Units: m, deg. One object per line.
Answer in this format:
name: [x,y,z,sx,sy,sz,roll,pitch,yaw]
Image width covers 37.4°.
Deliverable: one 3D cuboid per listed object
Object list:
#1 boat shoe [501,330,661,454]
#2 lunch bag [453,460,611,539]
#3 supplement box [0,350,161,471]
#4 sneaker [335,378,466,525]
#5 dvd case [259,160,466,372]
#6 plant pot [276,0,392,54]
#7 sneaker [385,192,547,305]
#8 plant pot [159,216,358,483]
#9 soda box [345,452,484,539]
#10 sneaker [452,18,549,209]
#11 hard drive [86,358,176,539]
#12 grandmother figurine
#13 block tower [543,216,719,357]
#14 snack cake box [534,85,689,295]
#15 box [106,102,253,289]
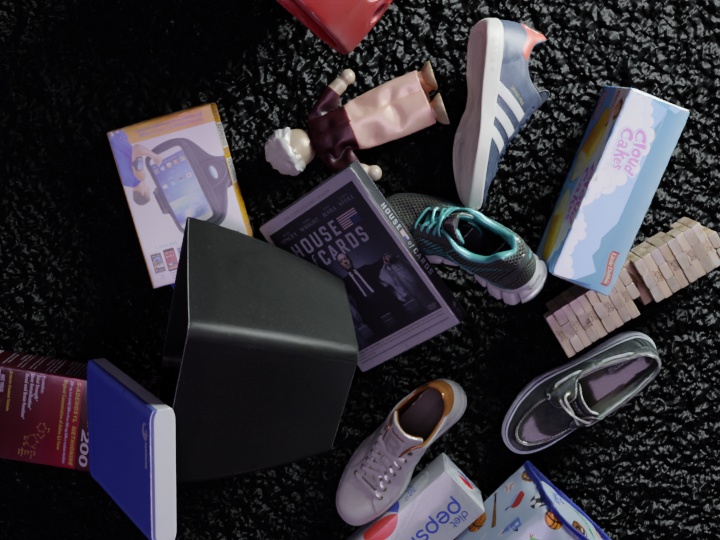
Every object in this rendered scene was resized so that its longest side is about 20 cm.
boat shoe: [0.239,0.136,1.166,0.200,0.071,0.072,-39,97,9]
lunch bag: [0.206,0.348,1.185,0.170,0.124,0.200,-43,110,9]
supplement box: [-0.327,0.162,1.194,0.199,0.061,0.110,8,100,-1]
sneaker: [0.032,0.196,1.170,0.073,0.085,0.200,39,95,21]
dvd case: [0.000,0.000,1.138,0.150,0.025,0.200,-30,100,37]
plant pot: [-0.029,-0.340,1.024,0.200,0.200,0.183,42,96,-6]
sneaker: [0.100,-0.042,1.098,0.199,0.091,0.078,25,75,28]
plant pot: [-0.107,0.089,1.096,0.176,0.200,0.201,8,122,-14]
soda box: [0.045,0.303,1.207,0.200,0.063,0.068,-43,96,8]
sneaker: [0.152,-0.160,1.118,0.084,0.075,0.201,2,110,-17]
hard drive: [-0.234,0.176,1.071,0.025,0.200,0.133,-5,102,-30]
grandmother figurine: [-0.008,-0.150,1.132,0.199,0.061,0.122,-18,72,8]
block tower: [0.293,0.015,1.152,0.199,0.058,0.054,-32,98,5]
snack cake box: [0.256,-0.086,1.103,0.067,0.115,0.201,21,100,-3]
box: [-0.189,-0.070,1.158,0.118,0.041,0.201,-15,97,4]
